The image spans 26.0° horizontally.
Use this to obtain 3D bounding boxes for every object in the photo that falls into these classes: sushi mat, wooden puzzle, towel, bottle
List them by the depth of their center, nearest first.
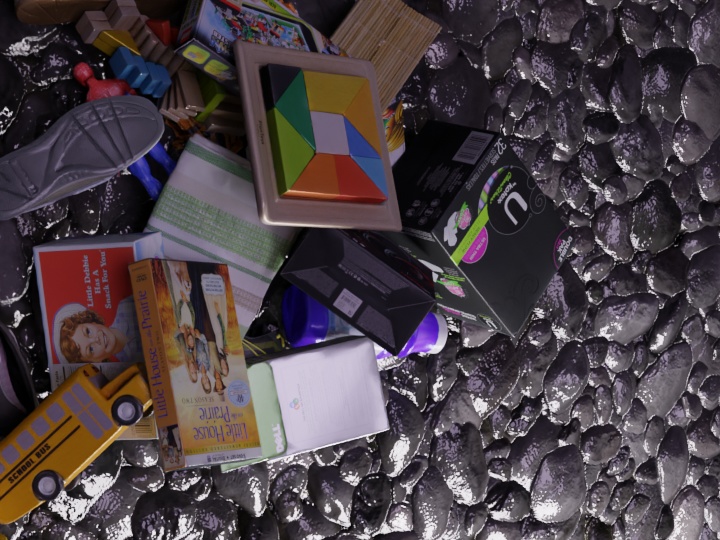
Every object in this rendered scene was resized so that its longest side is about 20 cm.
[{"bbox_3d":[-0.036,-0.134,1.550,0.199,0.037,0.187,4,71,-44],"label":"wooden puzzle"},{"bbox_3d":[-0.153,-0.024,1.616,0.148,0.031,0.201,25,101,-16],"label":"towel"},{"bbox_3d":[0.003,-0.221,1.692,0.095,0.012,0.201,36,64,-4],"label":"sushi mat"},{"bbox_3d":[0.008,0.060,1.770,0.198,0.065,0.084,11,55,-33],"label":"bottle"}]

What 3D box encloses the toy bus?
[{"bbox_3d":[-0.282,0.159,1.510,0.200,0.065,0.078,-43,87,6],"label":"toy bus"}]

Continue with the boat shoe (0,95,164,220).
[{"bbox_3d":[-0.289,-0.110,1.544,0.201,0.065,0.075,-32,93,-12],"label":"boat shoe"}]

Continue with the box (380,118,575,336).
[{"bbox_3d":[0.128,-0.049,1.793,0.149,0.124,0.200,-54,130,-17],"label":"box"}]

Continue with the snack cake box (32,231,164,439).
[{"bbox_3d":[-0.253,0.066,1.574,0.067,0.114,0.202,-30,117,-69],"label":"snack cake box"}]

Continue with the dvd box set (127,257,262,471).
[{"bbox_3d":[-0.159,0.091,1.524,0.146,0.029,0.202,7,70,-63],"label":"dvd box set"}]

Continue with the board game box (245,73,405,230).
[{"bbox_3d":[-0.035,-0.127,1.719,0.199,0.035,0.127,-34,141,-26],"label":"board game box"}]

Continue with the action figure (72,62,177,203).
[{"bbox_3d":[-0.232,-0.130,1.607,0.065,0.052,0.201,-40,113,-14],"label":"action figure"}]

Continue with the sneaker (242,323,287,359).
[{"bbox_3d":[-0.096,0.107,1.709,0.199,0.074,0.085,24,81,-32],"label":"sneaker"}]

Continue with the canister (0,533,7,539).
[{"bbox_3d":[-0.420,0.200,1.466,0.086,0.148,0.202,-31,109,-45],"label":"canister"}]

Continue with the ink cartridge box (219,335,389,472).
[{"bbox_3d":[-0.075,0.139,1.652,0.198,0.059,0.105,-12,94,-25],"label":"ink cartridge box"}]

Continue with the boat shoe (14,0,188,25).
[{"bbox_3d":[-0.257,-0.292,1.569,0.199,0.074,0.070,-8,74,-38],"label":"boat shoe"}]

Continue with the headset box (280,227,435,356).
[{"bbox_3d":[0.000,0.000,1.654,0.148,0.200,0.075,36,99,-4],"label":"headset box"}]

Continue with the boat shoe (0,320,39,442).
[{"bbox_3d":[-0.354,0.133,1.554,0.066,0.057,0.202,-24,107,-29],"label":"boat shoe"}]

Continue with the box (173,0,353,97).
[{"bbox_3d":[-0.091,-0.216,1.582,0.199,0.035,0.111,33,53,-32],"label":"box"}]

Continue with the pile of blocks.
[{"bbox_3d":[-0.185,-0.205,1.552,0.199,0.062,0.083,27,43,-22],"label":"pile of blocks"}]

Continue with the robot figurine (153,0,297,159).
[{"bbox_3d":[-0.128,-0.191,1.669,0.200,0.058,0.145,-48,115,-20],"label":"robot figurine"}]
